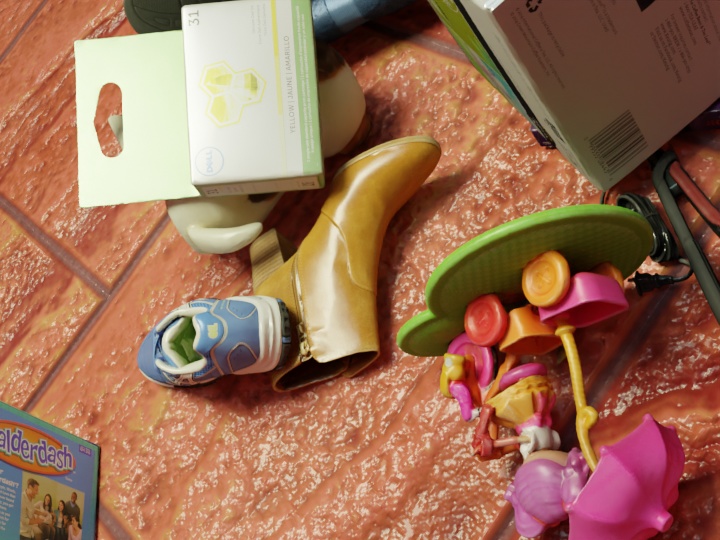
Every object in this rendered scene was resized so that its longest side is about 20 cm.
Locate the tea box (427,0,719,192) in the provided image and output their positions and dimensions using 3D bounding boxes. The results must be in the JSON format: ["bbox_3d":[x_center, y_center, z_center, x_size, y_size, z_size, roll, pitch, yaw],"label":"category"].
[{"bbox_3d":[0.127,-0.198,0.674,0.133,0.200,0.197,-39,46,7],"label":"tea box"}]

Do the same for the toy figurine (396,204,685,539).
[{"bbox_3d":[0.115,0.090,0.611,0.200,0.149,0.186,-37,55,41],"label":"toy figurine"}]

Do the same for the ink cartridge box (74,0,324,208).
[{"bbox_3d":[-0.130,-0.130,0.775,0.198,0.048,0.147,-5,80,0],"label":"ink cartridge box"}]

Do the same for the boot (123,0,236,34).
[{"bbox_3d":[-0.121,-0.256,0.908,0.202,0.074,0.154,-25,15,-13],"label":"boot"}]

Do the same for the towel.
[{"bbox_3d":[-0.013,-0.243,0.910,0.198,0.049,0.112,-20,19,21],"label":"towel"}]

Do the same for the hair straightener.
[{"bbox_3d":[0.205,-0.021,0.657,0.077,0.041,0.201,-34,50,13],"label":"hair straightener"}]

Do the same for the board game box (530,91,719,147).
[{"bbox_3d":[0.229,-0.155,0.730,0.198,0.032,0.121,-1,66,34],"label":"board game box"}]

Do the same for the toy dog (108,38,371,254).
[{"bbox_3d":[-0.091,-0.118,0.850,0.199,0.140,0.194,-37,31,-3],"label":"toy dog"}]

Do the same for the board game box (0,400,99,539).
[{"bbox_3d":[-0.274,0.211,0.777,0.045,0.152,0.202,-23,52,22],"label":"board game box"}]

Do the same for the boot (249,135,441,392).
[{"bbox_3d":[-0.001,0.000,0.777,0.200,0.071,0.145,-33,54,21],"label":"boot"}]

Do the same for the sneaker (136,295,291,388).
[{"bbox_3d":[-0.137,0.054,0.796,0.199,0.076,0.077,-20,71,51],"label":"sneaker"}]
